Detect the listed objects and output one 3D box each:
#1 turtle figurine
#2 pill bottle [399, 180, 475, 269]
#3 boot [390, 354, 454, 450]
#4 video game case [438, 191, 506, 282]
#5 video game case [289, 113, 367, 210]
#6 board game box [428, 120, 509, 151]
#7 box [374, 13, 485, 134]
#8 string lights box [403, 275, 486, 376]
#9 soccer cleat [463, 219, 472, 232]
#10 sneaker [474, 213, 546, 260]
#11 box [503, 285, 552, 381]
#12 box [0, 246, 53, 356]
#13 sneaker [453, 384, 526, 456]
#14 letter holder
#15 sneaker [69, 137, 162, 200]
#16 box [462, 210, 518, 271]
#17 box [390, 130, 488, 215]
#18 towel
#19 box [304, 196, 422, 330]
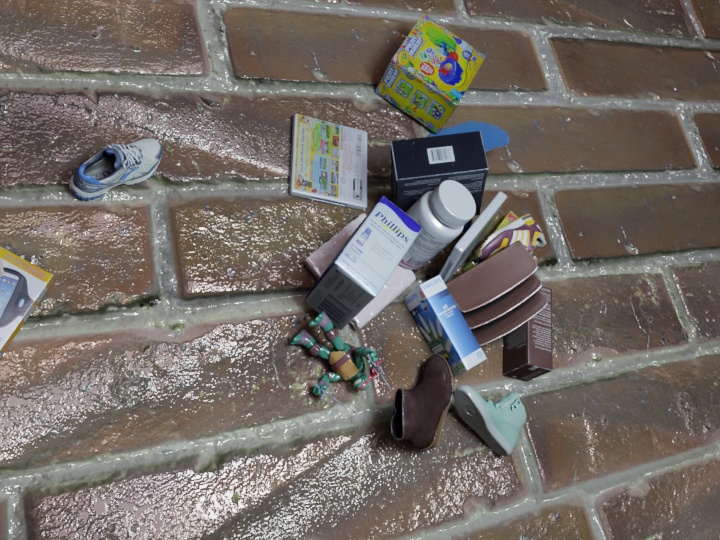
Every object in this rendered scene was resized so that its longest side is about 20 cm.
[{"bbox_3d":[-0.039,0.183,1.404,0.150,0.101,0.200,-44,89,8],"label":"turtle figurine"},{"bbox_3d":[0.149,-0.097,1.521,0.112,0.200,0.115,17,53,-25],"label":"pill bottle"},{"bbox_3d":[0.122,0.251,1.421,0.166,0.072,0.203,34,57,-53],"label":"boot"},{"bbox_3d":[0.237,-0.059,1.576,0.023,0.183,0.200,37,57,10],"label":"video game case"},{"bbox_3d":[-0.070,-0.245,1.611,0.180,0.023,0.203,10,66,-22],"label":"video game case"},{"bbox_3d":[0.268,-0.309,1.759,0.198,0.039,0.158,-21,40,-23],"label":"board game box"},{"bbox_3d":[0.172,-0.485,1.762,0.191,0.122,0.201,32,59,-3],"label":"box"},{"bbox_3d":[0.178,0.122,1.524,0.059,0.103,0.202,-25,81,-24],"label":"string lights box"},{"bbox_3d":[0.226,-0.180,1.712,0.084,0.064,0.202,39,38,-52],"label":"soccer cleat"},{"bbox_3d":[0.351,-0.058,1.642,0.199,0.075,0.091,-29,78,-31],"label":"sneaker"},{"bbox_3d":[0.379,0.137,1.617,0.074,0.100,0.202,17,63,-18],"label":"box"},{"bbox_3d":[-0.628,0.064,1.204,0.118,0.041,0.202,30,57,-11],"label":"box"},{"bbox_3d":[0.276,0.282,1.504,0.201,0.073,0.119,52,59,-24],"label":"sneaker"},{"bbox_3d":[0.299,0.056,1.549,0.198,0.101,0.143,-29,64,-7],"label":"letter holder"},{"bbox_3d":[-0.460,-0.205,1.371,0.077,0.085,0.200,50,57,1],"label":"sneaker"},{"bbox_3d":[0.326,-0.050,1.699,0.075,0.050,0.200,44,57,-2],"label":"box"},{"bbox_3d":[0.168,-0.200,1.569,0.197,0.183,0.105,-6,62,-1],"label":"box"},{"bbox_3d":[0.000,0.000,1.535,0.200,0.032,0.192,-39,87,-33],"label":"towel"},{"bbox_3d":[0.004,-0.013,1.415,0.105,0.184,0.201,38,56,-3],"label":"box"}]
